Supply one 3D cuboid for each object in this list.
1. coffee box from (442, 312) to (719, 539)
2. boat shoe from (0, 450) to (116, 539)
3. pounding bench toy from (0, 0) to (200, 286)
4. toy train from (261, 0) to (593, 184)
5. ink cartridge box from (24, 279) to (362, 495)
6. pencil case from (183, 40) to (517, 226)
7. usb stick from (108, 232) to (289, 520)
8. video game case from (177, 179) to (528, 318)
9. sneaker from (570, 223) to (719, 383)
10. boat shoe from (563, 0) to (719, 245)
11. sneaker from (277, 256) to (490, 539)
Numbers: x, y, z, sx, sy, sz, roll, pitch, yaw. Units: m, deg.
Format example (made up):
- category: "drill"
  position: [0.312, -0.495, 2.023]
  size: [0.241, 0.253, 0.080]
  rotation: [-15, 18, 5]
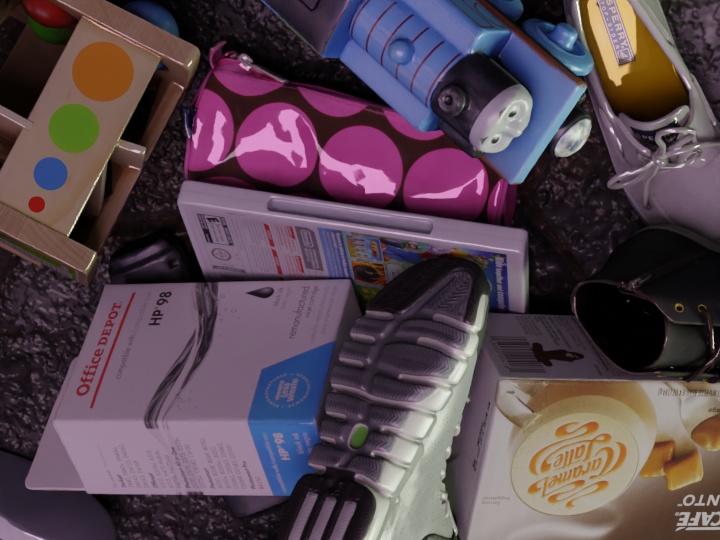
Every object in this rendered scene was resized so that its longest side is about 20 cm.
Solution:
- category: "coffee box"
  position: [0.153, 0.094, 1.088]
  size: [0.200, 0.080, 0.115]
  rotation: [3, 117, -17]
- category: "boat shoe"
  position: [-0.259, 0.160, 1.236]
  size: [0.200, 0.074, 0.065]
  rotation: [23, 120, 10]
- category: "pounding bench toy"
  position: [-0.181, -0.089, 1.091]
  size: [0.124, 0.200, 0.156]
  rotation: [27, 83, -5]
- category: "toy train"
  position: [0.038, -0.130, 1.009]
  size: [0.200, 0.114, 0.087]
  rotation: [45, 120, 21]
- category: "ink cartridge box"
  position: [-0.104, 0.069, 1.093]
  size: [0.200, 0.116, 0.067]
  rotation: [-2, 134, 16]
- category: "pencil case"
  position: [-0.004, -0.068, 1.084]
  size: [0.200, 0.091, 0.094]
  rotation: [14, 107, 1]
- category: "usb stick"
  position: [-0.099, 0.071, 1.185]
  size: [0.055, 0.033, 0.200]
  rotation: [-19, 108, 20]
- category: "video game case"
  position: [0.000, 0.000, 1.094]
  size: [0.200, 0.018, 0.143]
  rotation: [9, 155, 10]
- category: "sneaker"
  position: [0.214, 0.045, 0.998]
  size: [0.200, 0.106, 0.075]
  rotation: [22, 116, 23]
- category: "boat shoe"
  position: [0.170, -0.083, 1.046]
  size: [0.074, 0.086, 0.202]
  rotation: [-18, 108, 17]
- category: "sneaker"
  position: [0.030, 0.098, 1.033]
  size: [0.075, 0.200, 0.116]
  rotation: [16, 161, 36]
